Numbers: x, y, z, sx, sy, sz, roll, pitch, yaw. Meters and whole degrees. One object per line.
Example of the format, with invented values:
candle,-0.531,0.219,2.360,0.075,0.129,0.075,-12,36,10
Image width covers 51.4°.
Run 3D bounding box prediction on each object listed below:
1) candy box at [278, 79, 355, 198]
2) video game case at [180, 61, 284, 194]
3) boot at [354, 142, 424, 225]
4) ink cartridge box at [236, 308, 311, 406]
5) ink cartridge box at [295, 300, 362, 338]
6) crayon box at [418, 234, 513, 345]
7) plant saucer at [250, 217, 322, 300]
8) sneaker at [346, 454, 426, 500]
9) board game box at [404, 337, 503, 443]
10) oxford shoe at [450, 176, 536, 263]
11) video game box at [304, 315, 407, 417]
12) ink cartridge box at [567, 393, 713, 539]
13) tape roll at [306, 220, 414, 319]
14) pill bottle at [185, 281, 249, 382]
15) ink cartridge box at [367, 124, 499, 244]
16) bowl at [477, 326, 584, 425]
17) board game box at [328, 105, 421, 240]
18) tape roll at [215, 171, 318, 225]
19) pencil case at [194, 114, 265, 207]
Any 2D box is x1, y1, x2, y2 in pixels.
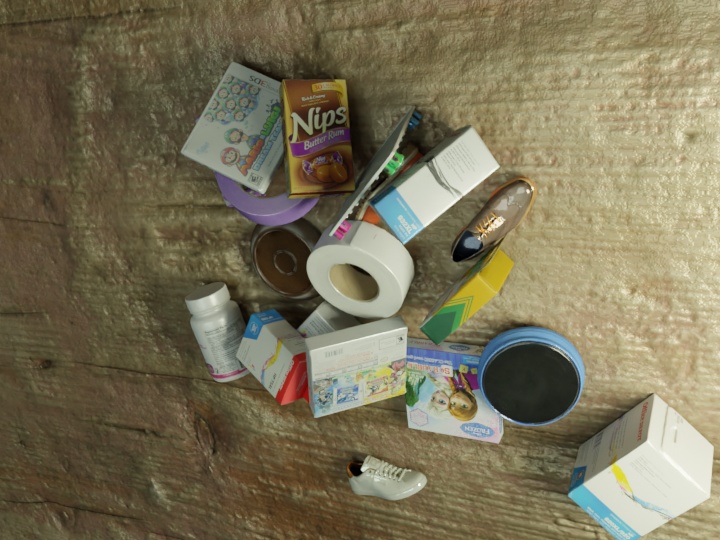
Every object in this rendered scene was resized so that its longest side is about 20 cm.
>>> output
candy box,-0.078,-0.232,1.316,0.116,0.056,0.202,-4,84,-14
video game case,-0.207,-0.264,1.368,0.181,0.024,0.201,26,83,14
boot,0.068,-0.126,1.370,0.107,0.075,0.200,40,125,-3
ink cartridge box,-0.157,0.187,1.529,0.200,0.067,0.117,40,120,29
ink cartridge box,-0.079,0.173,1.584,0.145,0.084,0.200,45,126,3
crayon box,0.201,0.036,1.347,0.052,0.126,0.200,43,126,1
plant saucer,-0.151,-0.022,1.559,0.198,0.032,0.202,12,120,21
sneaker,0.050,0.458,1.670,0.199,0.073,0.085,-11,112,32
board game box,0.185,0.241,1.511,0.198,0.041,0.201,4,116,26
oxford shoe,0.231,-0.080,1.305,0.071,0.073,0.200,41,125,3
video game box,-0.006,0.189,1.464,0.198,0.047,0.184,-12,126,-15
ink cartridge box,0.502,0.357,1.342,0.144,0.147,0.200,41,126,2
tape roll,0.000,0.000,1.428,0.201,0.071,0.203,18,141,15
pill bottle,-0.311,0.136,1.669,0.112,0.113,0.202,-8,110,30
ink cartridge box,0.117,-0.142,1.239,0.200,0.145,0.084,-39,98,2
bowl,0.317,0.202,1.397,0.199,0.039,0.202,4,115,9
board game box,0.028,-0.168,1.291,0.026,0.201,0.200,34,126,-9
tape roll,-0.165,-0.189,1.389,0.198,0.066,0.202,-2,76,8
pencil case,-0.257,-0.224,1.479,0.085,0.084,0.202,-17,108,5
